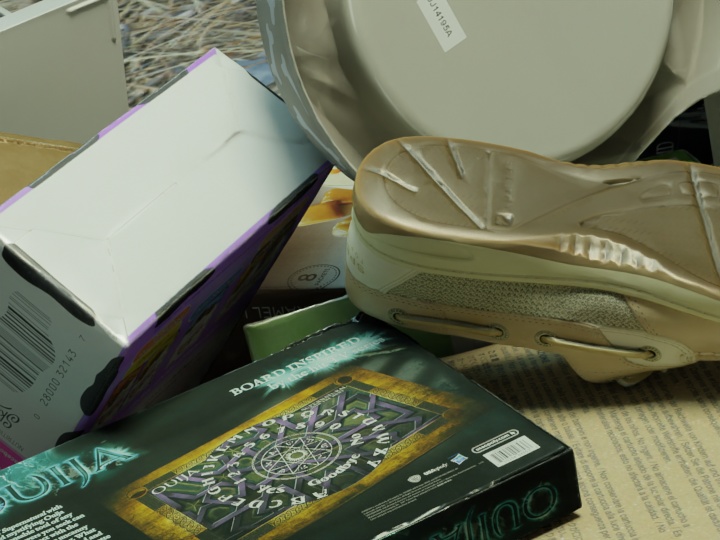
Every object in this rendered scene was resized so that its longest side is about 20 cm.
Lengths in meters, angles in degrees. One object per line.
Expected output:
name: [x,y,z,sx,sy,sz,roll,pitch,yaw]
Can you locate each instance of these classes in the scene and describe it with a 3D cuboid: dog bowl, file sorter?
dog bowl: [0.049,-0.109,0.948,0.199,0.201,0.059,-22,9,-22]
file sorter: [-0.240,-0.078,1.328,0.199,0.139,0.124,-27,40,-32]

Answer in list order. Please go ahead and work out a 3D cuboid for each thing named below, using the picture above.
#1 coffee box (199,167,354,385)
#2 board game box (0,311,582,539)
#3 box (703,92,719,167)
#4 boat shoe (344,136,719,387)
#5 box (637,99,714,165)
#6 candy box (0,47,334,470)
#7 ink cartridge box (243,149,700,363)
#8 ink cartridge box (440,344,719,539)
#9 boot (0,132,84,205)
coffee box: [0.000,0.000,1.125,0.114,0.080,0.200,-3,25,24]
board game box: [-0.045,0.082,0.822,0.199,0.028,0.135,-22,29,-21]
box: [0.257,-0.048,1.040,0.199,0.129,0.109,-14,22,-6]
boat shoe: [0.093,0.004,0.885,0.199,0.065,0.072,9,42,1]
box: [0.210,-0.140,1.160,0.195,0.200,0.125,-12,65,0]
candy box: [-0.111,0.033,0.963,0.071,0.200,0.168,38,38,6]
ink cartridge box: [0.055,0.031,0.993,0.199,0.104,0.059,-16,22,-7]
ink cartridge box: [0.112,0.084,0.876,0.164,0.076,0.200,-12,22,-3]
boot: [-0.149,-0.052,1.254,0.199,0.067,0.175,5,19,-16]
